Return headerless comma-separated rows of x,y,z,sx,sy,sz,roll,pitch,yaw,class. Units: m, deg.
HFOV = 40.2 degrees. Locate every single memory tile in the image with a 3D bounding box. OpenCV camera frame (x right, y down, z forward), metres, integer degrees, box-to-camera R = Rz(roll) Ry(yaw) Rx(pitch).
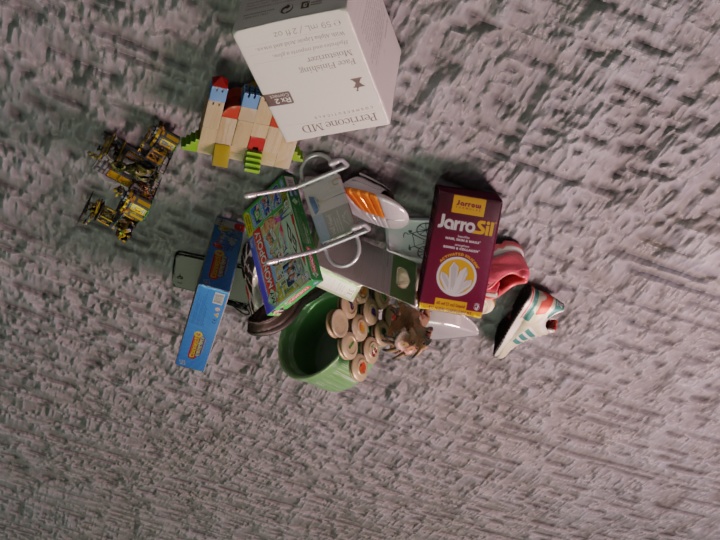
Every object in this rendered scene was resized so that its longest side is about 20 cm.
0.009,0.089,1.781,0.017,0.200,0.154,-7,120,34,memory tile

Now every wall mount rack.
-0.083,-0.093,1.588,0.173,0.201,0.075,-21,169,11,wall mount rack

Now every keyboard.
-0.266,0.022,1.902,0.198,0.040,0.105,14,116,-6,keyboard

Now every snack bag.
0.138,-0.029,1.774,0.198,0.022,0.189,3,140,6,snack bag

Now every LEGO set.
-0.389,-0.159,1.593,0.115,0.201,0.154,28,156,-21,LEGO set

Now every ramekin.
-0.053,0.132,1.863,0.199,0.201,0.098,-25,138,33,ramekin

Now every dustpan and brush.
0.118,0.078,1.870,0.139,0.058,0.199,-9,157,43,dustpan and brush

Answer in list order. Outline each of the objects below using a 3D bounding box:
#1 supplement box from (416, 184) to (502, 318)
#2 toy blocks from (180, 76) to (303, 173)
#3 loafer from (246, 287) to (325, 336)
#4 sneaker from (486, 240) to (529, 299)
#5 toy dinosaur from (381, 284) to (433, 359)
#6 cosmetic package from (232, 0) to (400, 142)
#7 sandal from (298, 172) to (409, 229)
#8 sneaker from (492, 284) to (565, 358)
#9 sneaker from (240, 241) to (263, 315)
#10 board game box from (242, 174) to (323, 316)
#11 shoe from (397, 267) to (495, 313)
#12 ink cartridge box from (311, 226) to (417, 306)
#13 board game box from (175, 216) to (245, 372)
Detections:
0.163,-0.033,1.637,0.109,0.086,0.202,9,103,-1,supplement box
-0.168,-0.239,1.532,0.198,0.100,0.137,9,132,-16,toy blocks
-0.138,0.044,1.803,0.073,0.200,0.072,12,135,50,loafer
0.202,0.017,1.716,0.199,0.087,0.074,-22,139,-1,sneaker
0.081,0.116,1.763,0.085,0.136,0.200,10,155,1,toy dinosaur
-0.053,-0.314,1.357,0.164,0.166,0.201,-7,138,19,cosmetic package
-0.006,-0.134,1.651,0.205,0.059,0.079,20,149,20,sandal
0.320,0.113,1.871,0.093,0.071,0.200,19,136,-4,sneaker
-0.174,0.023,1.850,0.083,0.081,0.201,-17,129,-15,sneaker
-0.135,-0.042,1.671,0.029,0.201,0.134,5,149,-42,board game box
0.152,0.047,1.804,0.199,0.054,0.070,18,141,-8,shoe
0.000,0.000,1.718,0.199,0.146,0.048,25,121,-11,ink cartridge box
-0.268,0.041,1.760,0.055,0.196,0.201,16,127,-10,board game box
